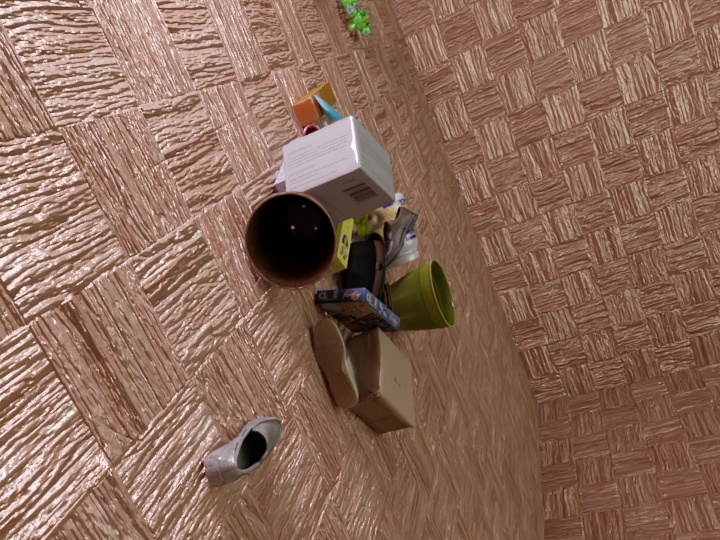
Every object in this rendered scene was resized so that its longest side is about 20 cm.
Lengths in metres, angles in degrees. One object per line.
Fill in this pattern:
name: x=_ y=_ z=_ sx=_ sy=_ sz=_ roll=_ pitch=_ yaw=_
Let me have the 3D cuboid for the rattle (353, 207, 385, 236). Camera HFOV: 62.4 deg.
rattle: x=-0.001 y=-0.196 z=1.659 sx=0.200 sy=0.126 sz=0.148 roll=53 pitch=36 yaw=-61

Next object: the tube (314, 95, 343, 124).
tube: x=-0.056 y=-0.399 z=1.627 sx=0.199 sy=0.050 sz=0.078 roll=41 pitch=8 yaw=-48

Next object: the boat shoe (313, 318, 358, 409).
boat shoe: x=-0.051 y=0.205 z=1.333 sx=0.065 sy=0.070 sz=0.206 roll=-27 pitch=96 yaw=-80

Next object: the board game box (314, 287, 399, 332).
board game box: x=-0.003 y=0.099 z=1.431 sx=0.200 sy=0.131 sz=0.036 roll=43 pitch=50 yaw=-52

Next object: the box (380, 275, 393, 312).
box: x=0.057 y=0.045 z=1.640 sx=0.202 sy=0.021 sz=0.168 roll=-110 pitch=-173 yaw=-55

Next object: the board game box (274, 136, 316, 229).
board game box: x=-0.128 y=-0.194 z=1.477 sx=0.202 sy=0.040 sz=0.203 roll=58 pitch=26 yaw=-33

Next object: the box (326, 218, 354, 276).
box: x=-0.065 y=-0.076 z=1.504 sx=0.051 sy=0.073 sz=0.204 roll=52 pitch=30 yaw=-34

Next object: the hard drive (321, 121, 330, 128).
hard drive: x=-0.050 y=-0.352 z=1.709 sx=0.134 sy=0.025 sz=0.200 roll=55 pitch=8 yaw=0

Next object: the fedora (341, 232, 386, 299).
fedora: x=0.000 y=0.000 z=1.547 sx=0.089 sy=0.202 sz=0.206 roll=7 pitch=56 yaw=-17

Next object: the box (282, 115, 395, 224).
box: x=-0.047 y=-0.222 z=1.376 sx=0.198 sy=0.195 sz=0.135 roll=30 pitch=47 yaw=-58

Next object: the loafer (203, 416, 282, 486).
loafer: x=-0.172 y=0.287 z=0.959 sx=0.072 sy=0.068 sz=0.199 roll=71 pitch=21 yaw=-2

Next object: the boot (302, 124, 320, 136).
boot: x=-0.084 y=-0.289 z=1.591 sx=0.151 sy=0.072 sz=0.204 roll=45 pitch=20 yaw=-47

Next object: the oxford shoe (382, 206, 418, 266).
oxford shoe: x=0.090 y=-0.095 z=1.727 sx=0.083 sy=0.073 sz=0.204 roll=30 pitch=70 yaw=-9

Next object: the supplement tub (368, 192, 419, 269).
supplement tub: x=0.095 y=-0.120 z=1.836 sx=0.206 sy=0.142 sz=0.145 roll=70 pitch=22 yaw=-3

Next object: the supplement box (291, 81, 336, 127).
supplement box: x=-0.126 y=-0.467 z=1.663 sx=0.070 sy=0.065 sz=0.202 roll=62 pitch=24 yaw=-23

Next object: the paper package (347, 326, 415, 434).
paper package: x=0.050 y=0.277 z=1.476 sx=0.201 sy=0.101 sz=0.195 roll=50 pitch=31 yaw=-43

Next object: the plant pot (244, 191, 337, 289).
plant pot: x=-0.130 y=-0.085 z=1.239 sx=0.201 sy=0.182 sz=0.192 roll=-80 pitch=147 yaw=-73

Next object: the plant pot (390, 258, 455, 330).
plant pot: x=0.161 y=0.094 z=1.769 sx=0.201 sy=0.188 sz=0.205 roll=50 pitch=30 yaw=-44

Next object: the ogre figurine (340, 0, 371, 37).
ogre figurine: x=-0.014 y=-0.986 z=2.304 sx=0.203 sy=0.095 sz=0.122 roll=66 pitch=7 yaw=-46
